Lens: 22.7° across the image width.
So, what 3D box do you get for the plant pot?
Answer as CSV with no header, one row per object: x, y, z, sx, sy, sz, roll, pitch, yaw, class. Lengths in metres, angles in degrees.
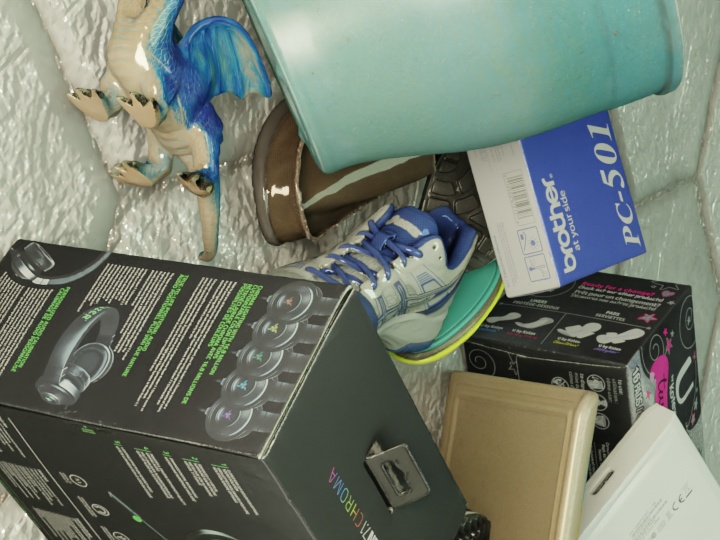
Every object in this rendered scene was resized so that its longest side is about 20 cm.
0.037,-0.145,0.915,0.200,0.187,0.201,155,-90,-88,plant pot

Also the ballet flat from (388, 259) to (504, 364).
0.070,-0.007,1.163,0.067,0.066,0.201,83,28,-55,ballet flat

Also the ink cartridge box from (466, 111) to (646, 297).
0.103,-0.093,1.062,0.094,0.044,0.201,-19,95,-46,ink cartridge box

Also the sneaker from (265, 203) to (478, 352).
0.000,0.000,1.006,0.088,0.075,0.200,-61,161,18,sneaker

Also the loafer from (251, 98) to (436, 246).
0.007,-0.078,1.026,0.200,0.071,0.073,-46,134,-45,loafer

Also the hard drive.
0.204,0.200,1.225,0.132,0.026,0.200,-48,131,-14,hard drive

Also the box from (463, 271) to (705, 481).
0.168,0.111,1.280,0.115,0.132,0.201,-44,133,-44,box

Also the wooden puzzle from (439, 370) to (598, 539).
0.093,0.162,1.135,0.037,0.200,0.186,10,87,-21,wooden puzzle

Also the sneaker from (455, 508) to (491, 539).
0.001,0.170,1.050,0.200,0.090,0.070,-10,114,-57,sneaker

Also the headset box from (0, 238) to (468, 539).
-0.065,0.083,0.815,0.093,0.199,0.174,-62,143,-30,headset box

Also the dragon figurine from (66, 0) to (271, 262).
-0.085,-0.092,0.881,0.100,0.059,0.200,-63,143,-29,dragon figurine

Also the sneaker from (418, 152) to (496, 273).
0.085,-0.087,1.145,0.075,0.087,0.201,29,78,-17,sneaker
